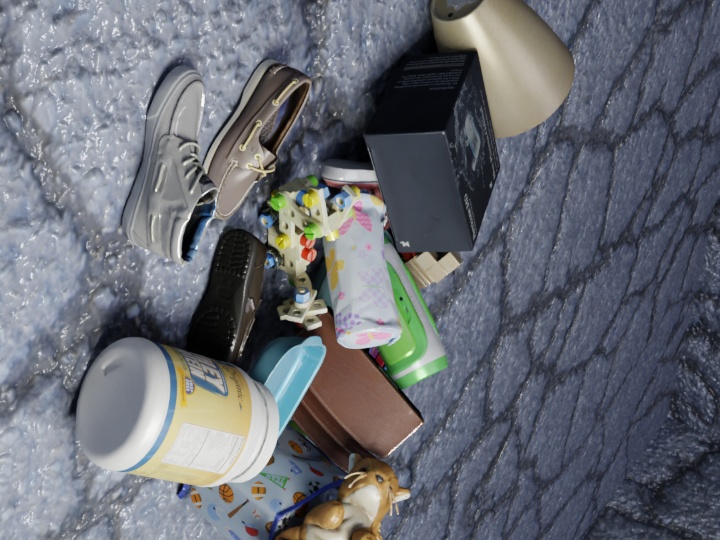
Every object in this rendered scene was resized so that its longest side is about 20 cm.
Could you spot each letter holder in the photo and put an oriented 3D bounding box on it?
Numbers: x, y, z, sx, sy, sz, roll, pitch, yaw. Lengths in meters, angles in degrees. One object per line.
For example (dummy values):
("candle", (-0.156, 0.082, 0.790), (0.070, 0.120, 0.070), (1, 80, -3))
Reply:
("letter holder", (-0.032, 0.170, 1.459), (0.142, 0.200, 0.101), (-41, 180, 0))

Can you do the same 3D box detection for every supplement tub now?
("supplement tub", (-0.203, 0.165, 1.227), (0.199, 0.144, 0.146), (23, 92, -46))

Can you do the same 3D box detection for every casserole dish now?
("casserole dish", (-0.117, 0.158, 1.367), (0.201, 0.039, 0.121), (-61, 156, 11))

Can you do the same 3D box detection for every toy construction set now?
("toy construction set", (-0.069, -0.031, 1.361), (0.092, 0.130, 0.202), (-22, 130, -50))

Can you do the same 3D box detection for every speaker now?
("speaker", (0.044, 0.056, 1.479), (0.088, 0.202, 0.088), (-26, 173, -4))

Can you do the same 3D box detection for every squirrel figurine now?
("squirrel figurine", (-0.022, 0.332, 1.389), (0.188, 0.141, 0.200), (-58, 170, -22))

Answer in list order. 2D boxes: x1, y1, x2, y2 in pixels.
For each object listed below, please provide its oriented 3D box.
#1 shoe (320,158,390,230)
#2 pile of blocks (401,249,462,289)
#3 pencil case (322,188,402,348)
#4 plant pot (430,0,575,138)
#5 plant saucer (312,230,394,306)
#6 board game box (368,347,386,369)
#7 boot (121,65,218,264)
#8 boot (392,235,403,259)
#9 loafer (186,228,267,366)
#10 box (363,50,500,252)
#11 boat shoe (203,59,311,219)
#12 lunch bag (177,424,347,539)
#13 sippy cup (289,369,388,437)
("shoe", (0.002, -0.101, 1.490), (0.200, 0.071, 0.092), (-8, 113, -63))
("pile of blocks", (0.085, -0.014, 1.570), (0.082, 0.062, 0.200), (-44, -174, -27))
("pencil case", (0.000, 0.000, 1.401), (0.090, 0.083, 0.202), (5, 68, -32))
("plant pot", (0.184, -0.326, 1.548), (0.188, 0.186, 0.200), (-58, 136, -13))
("plant saucer", (-0.020, 0.025, 1.589), (0.200, 0.036, 0.202), (-39, 141, -40))
("board game box", (0.033, 0.176, 1.728), (0.158, 0.039, 0.202), (61, 47, -72))
("boot", (-0.182, -0.108, 1.147), (0.073, 0.095, 0.202), (-4, 115, -58))
("boot", (0.116, -0.068, 1.713), (0.174, 0.069, 0.202), (-25, 130, -50))
("loafer", (-0.153, 0.050, 1.339), (0.071, 0.073, 0.202), (4, 108, -59))
("box", (0.105, -0.162, 1.482), (0.201, 0.116, 0.198), (-66, 147, -44))
("boat shoe", (-0.122, -0.147, 1.257), (0.202, 0.059, 0.072), (-63, 152, -5))
("lunch bag", (-0.119, 0.290, 1.474), (0.199, 0.169, 0.125), (-23, 142, -52))
("sippy cup", (-0.029, 0.182, 1.585), (0.179, 0.139, 0.130), (-62, 151, -7))
